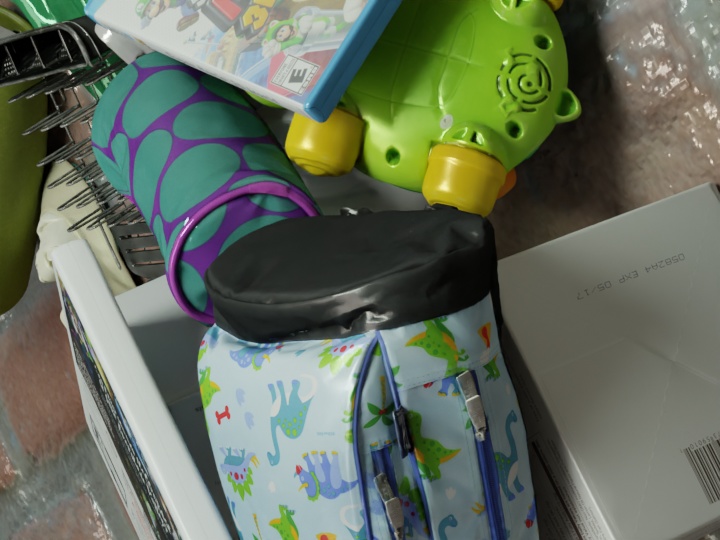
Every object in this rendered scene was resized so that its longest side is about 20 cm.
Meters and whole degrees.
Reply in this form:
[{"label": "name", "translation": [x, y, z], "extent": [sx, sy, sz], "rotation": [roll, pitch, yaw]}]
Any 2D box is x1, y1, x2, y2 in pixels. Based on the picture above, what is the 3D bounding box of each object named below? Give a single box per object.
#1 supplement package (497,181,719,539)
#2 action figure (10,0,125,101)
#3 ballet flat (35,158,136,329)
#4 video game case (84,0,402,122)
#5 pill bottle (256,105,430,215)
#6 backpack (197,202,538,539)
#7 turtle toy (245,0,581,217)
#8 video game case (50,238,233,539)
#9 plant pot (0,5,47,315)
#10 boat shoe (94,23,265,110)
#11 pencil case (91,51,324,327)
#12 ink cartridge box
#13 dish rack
[{"label": "supplement package", "translation": [0.105, 0.080, 1.082], "extent": [0.152, 0.151, 0.200], "rotation": [64, 148, 11]}, {"label": "action figure", "translation": [-0.161, -0.142, 1.458], "extent": [0.201, 0.054, 0.118], "rotation": [56, 145, 9]}, {"label": "ballet flat", "translation": [-0.199, 0.008, 1.588], "extent": [0.201, 0.069, 0.070], "rotation": [59, 147, 17]}, {"label": "video game case", "translation": [-0.046, -0.163, 1.098], "extent": [0.199, 0.144, 0.018], "rotation": [27, 173, 46]}, {"label": "pill bottle", "translation": [0.000, 0.000, 1.231], "extent": [0.119, 0.119, 0.202], "rotation": [7, 113, 55]}, {"label": "backpack", "translation": [0.006, 0.088, 0.980], "extent": [0.162, 0.153, 0.201], "rotation": [3, 123, 49]}, {"label": "turtle toy", "translation": [0.020, -0.105, 1.109], "extent": [0.198, 0.101, 0.147], "rotation": [17, 82, 18]}, {"label": "video game case", "translation": [-0.101, 0.110, 1.089], "extent": [0.182, 0.023, 0.201], "rotation": [91, 154, -59]}, {"label": "plant pot", "translation": [-0.307, -0.095, 1.615], "extent": [0.187, 0.186, 0.201], "rotation": [48, 128, 30]}, {"label": "boat shoe", "translation": [-0.087, -0.105, 1.265], "extent": [0.200, 0.067, 0.074], "rotation": [50, -177, -43]}, {"label": "pencil case", "translation": [-0.081, -0.042, 1.129], "extent": [0.200, 0.084, 0.093], "rotation": [-126, 50, -60]}, {"label": "ink cartridge box", "translation": [-0.061, 0.112, 1.165], "extent": [0.146, 0.085, 0.201], "rotation": [43, 155, 61]}, {"label": "dish rack", "translation": [-0.166, -0.074, 1.429], "extent": [0.153, 0.054, 0.201], "rotation": [-3, 115, 55]}]
